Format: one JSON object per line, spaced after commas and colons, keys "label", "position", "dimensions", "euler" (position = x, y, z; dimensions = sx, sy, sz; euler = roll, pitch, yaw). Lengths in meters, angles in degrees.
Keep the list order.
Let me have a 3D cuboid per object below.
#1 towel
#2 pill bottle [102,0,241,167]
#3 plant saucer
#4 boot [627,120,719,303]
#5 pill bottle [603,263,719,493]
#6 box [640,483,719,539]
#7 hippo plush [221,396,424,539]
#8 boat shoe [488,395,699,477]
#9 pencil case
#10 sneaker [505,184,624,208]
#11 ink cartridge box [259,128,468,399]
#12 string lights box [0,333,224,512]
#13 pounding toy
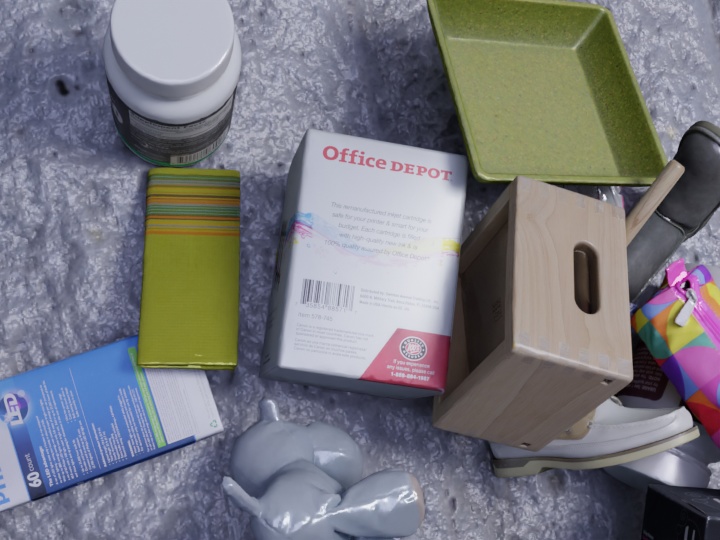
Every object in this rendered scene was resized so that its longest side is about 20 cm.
{"label": "towel", "position": [-0.148, -0.005, 0.920], "dimensions": [0.085, 0.018, 0.202], "euler": [1, 58, -8]}
{"label": "pill bottle", "position": [-0.158, -0.167, 0.887], "dimensions": [0.111, 0.200, 0.115], "euler": [2, 78, -10]}
{"label": "plant saucer", "position": [0.158, -0.151, 0.937], "dimensions": [0.197, 0.048, 0.202], "euler": [-1, 62, -23]}
{"label": "boot", "position": [0.254, -0.022, 0.966], "dimensions": [0.199, 0.183, 0.073], "euler": [-37, 62, -17]}
{"label": "pill bottle", "position": [0.303, 0.107, 0.976], "dimensions": [0.113, 0.114, 0.202], "euler": [27, 77, -5]}
{"label": "box", "position": [0.300, 0.290, 0.865], "dimensions": [0.120, 0.106, 0.203], "euler": [6, 92, -11]}
{"label": "hippo plush", "position": [-0.055, 0.206, 0.874], "dimensions": [0.197, 0.161, 0.161], "euler": [6, 107, -26]}
{"label": "boat shoe", "position": [0.192, 0.134, 0.915], "dimensions": [0.074, 0.198, 0.069], "euler": [-4, 80, -51]}
{"label": "pencil case", "position": [0.304, 0.091, 0.874], "dimensions": [0.088, 0.089, 0.201], "euler": [-28, 72, -14]}
{"label": "sneaker", "position": [0.168, -0.105, 1.009], "dimensions": [0.088, 0.081, 0.201], "euler": [-38, 81, -14]}
{"label": "ink cartridge box", "position": [0.000, 0.000, 0.918], "dimensions": [0.143, 0.145, 0.203], "euler": [10, 80, -9]}
{"label": "string lights box", "position": [-0.226, 0.122, 0.896], "dimensions": [0.198, 0.059, 0.104], "euler": [-18, 84, -14]}
{"label": "pounding toy", "position": [0.162, 0.020, 0.868], "dimensions": [0.140, 0.184, 0.202], "euler": [15, 57, -13]}
